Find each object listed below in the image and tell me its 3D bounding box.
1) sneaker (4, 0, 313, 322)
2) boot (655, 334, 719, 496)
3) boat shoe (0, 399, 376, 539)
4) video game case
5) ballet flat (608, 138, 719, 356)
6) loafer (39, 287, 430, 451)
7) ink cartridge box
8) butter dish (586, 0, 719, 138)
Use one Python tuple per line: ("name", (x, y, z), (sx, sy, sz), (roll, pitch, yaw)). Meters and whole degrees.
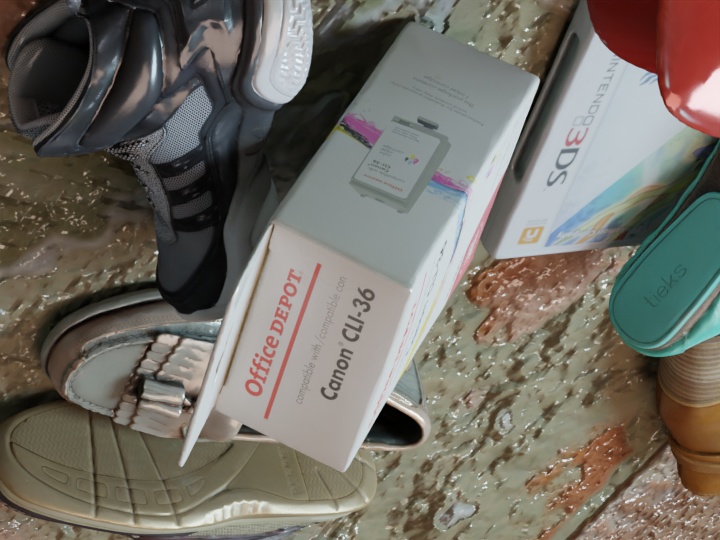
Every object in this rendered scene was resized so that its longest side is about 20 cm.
("sneaker", (-0.091, -0.055, 1.162), (0.114, 0.076, 0.200), (-6, 137, -20))
("boot", (0.254, 0.049, 1.504), (0.200, 0.077, 0.155), (-20, 141, -8))
("boat shoe", (-0.089, 0.104, 1.346), (0.200, 0.072, 0.065), (1, 147, -32))
("video game case", (0.171, -0.083, 1.341), (0.200, 0.022, 0.182), (-6, 138, -29))
("ballet flat", (0.196, -0.038, 1.351), (0.200, 0.067, 0.070), (-49, 163, 25))
("loafer", (-0.051, 0.051, 1.316), (0.200, 0.063, 0.072), (3, 134, -36))
("ink cartridge box", (0.000, 0.000, 1.189), (0.200, 0.067, 0.117), (-57, 169, -46))
("butter dish", (0.161, -0.146, 1.169), (0.199, 0.148, 0.200), (8, 88, -40))
